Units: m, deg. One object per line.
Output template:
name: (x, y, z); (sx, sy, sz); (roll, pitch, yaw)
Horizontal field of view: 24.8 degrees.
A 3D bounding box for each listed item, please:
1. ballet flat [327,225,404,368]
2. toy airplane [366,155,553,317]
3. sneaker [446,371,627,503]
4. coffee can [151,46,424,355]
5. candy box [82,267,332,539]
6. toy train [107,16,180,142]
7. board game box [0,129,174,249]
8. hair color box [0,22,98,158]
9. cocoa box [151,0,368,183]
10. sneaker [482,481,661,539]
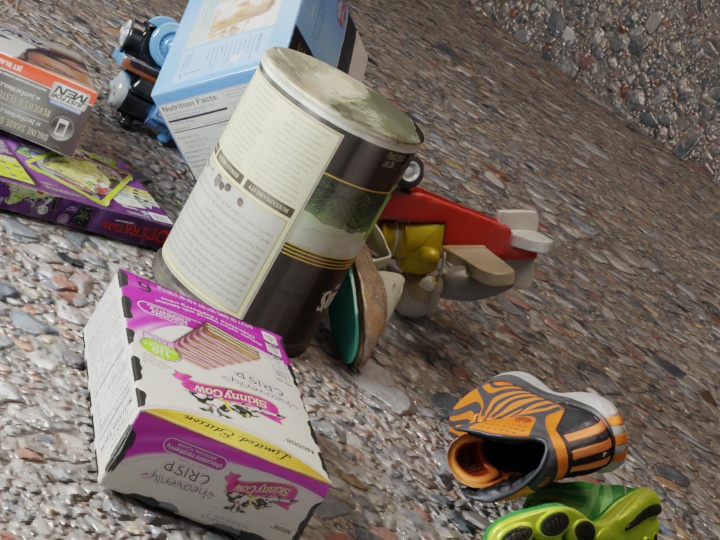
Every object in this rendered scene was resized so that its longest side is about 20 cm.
ballet flat: (0.000, 0.000, 1.407); (0.067, 0.068, 0.201); (1, 48, -22)
toy airplane: (0.079, -0.018, 1.548); (0.198, 0.142, 0.200); (26, 4, 22)
sneaker: (0.100, 0.125, 1.235); (0.111, 0.078, 0.200); (-12, 2, -29)
coffee can: (-0.059, -0.056, 1.311); (0.145, 0.201, 0.147); (27, 17, -9)
candy box: (-0.105, 0.087, 1.068); (0.136, 0.061, 0.200); (24, 18, -23)
toy train: (-0.159, -0.171, 1.621); (0.199, 0.115, 0.087); (24, 5, -22)
board game box: (-0.256, -0.076, 1.333); (0.199, 0.032, 0.120); (16, 25, -41)
hair color box: (-0.293, -0.164, 1.408); (0.110, 0.064, 0.200); (22, 11, -20)
cocoa box: (-0.085, -0.175, 1.461); (0.201, 0.132, 0.132); (-78, 150, -49)
sneaker: (0.145, 0.197, 1.199); (0.083, 0.075, 0.199); (5, 4, 39)
